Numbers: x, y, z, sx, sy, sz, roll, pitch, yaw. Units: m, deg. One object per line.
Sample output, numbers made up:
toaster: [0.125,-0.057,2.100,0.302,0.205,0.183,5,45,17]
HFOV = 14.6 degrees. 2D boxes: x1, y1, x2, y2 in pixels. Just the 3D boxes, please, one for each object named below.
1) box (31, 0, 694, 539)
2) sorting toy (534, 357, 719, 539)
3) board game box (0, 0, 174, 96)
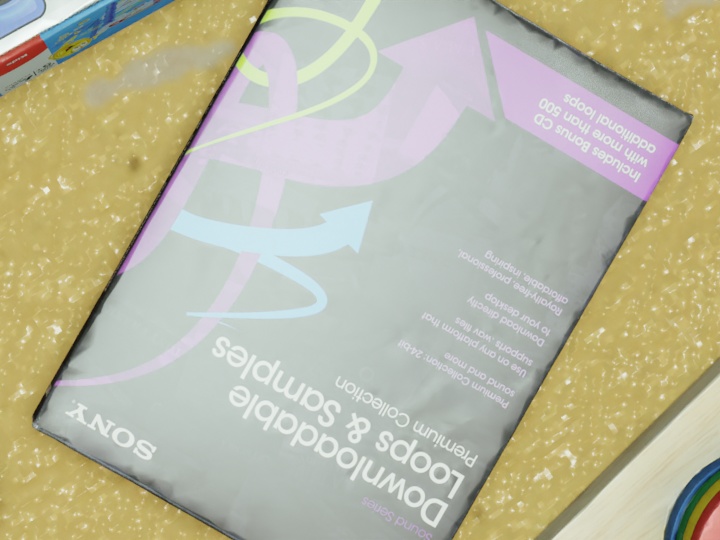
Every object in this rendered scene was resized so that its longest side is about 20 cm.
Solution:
box: [0.000,0.000,0.935,0.143,0.036,0.200,29,91,-5]
sorting toy: [0.133,0.163,0.937,0.200,0.070,0.199,-44,95,-1]
board game box: [-0.082,-0.188,0.894,0.196,0.056,0.200,-28,85,-3]
